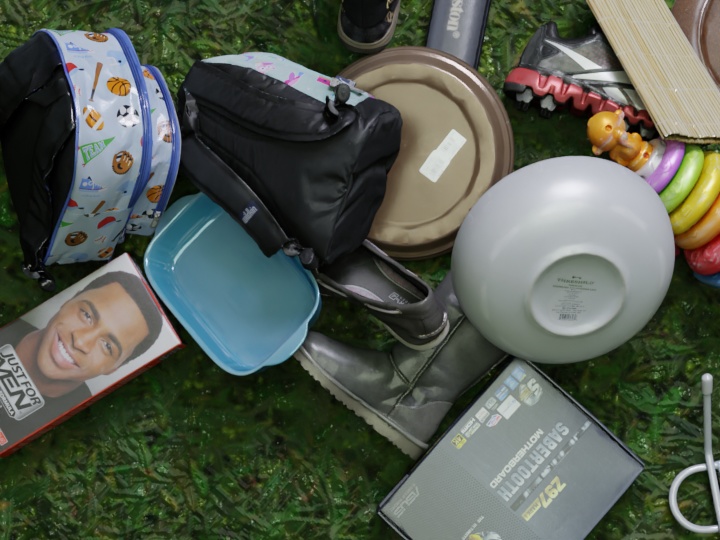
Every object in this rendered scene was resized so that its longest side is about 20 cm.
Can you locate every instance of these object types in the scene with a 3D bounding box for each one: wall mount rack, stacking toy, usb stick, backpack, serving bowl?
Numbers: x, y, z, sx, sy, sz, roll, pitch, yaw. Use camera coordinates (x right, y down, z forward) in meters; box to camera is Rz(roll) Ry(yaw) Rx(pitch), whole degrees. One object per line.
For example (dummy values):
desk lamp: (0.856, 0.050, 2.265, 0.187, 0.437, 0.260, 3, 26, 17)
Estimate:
wall mount rack: (0.380, 0.170, 1.424, 0.200, 0.075, 0.174, -10, 86, -2)
stacking toy: (0.281, -0.079, 1.403, 0.200, 0.110, 0.116, 33, 91, -14)
usb stick: (0.097, -0.260, 1.478, 0.055, 0.033, 0.200, 11, 86, 0)
backpack: (-0.241, -0.115, 1.372, 0.154, 0.191, 0.200, -13, 63, -27)
serving bowl: (0.181, 0.005, 1.355, 0.200, 0.066, 0.200, -3, 122, -5)
backpack: (-0.070, -0.112, 1.389, 0.200, 0.127, 0.167, 29, 108, 26)

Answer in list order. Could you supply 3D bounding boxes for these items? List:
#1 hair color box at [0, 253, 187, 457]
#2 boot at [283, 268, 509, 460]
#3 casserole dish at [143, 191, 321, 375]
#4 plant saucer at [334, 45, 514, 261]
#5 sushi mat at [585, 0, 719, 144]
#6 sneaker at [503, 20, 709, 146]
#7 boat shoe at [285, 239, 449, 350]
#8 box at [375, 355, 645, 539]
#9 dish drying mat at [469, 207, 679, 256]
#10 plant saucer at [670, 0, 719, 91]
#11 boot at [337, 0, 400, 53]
hair color box: (-0.271, 0.078, 1.434, 0.200, 0.061, 0.102, -32, 85, -3)
boot: (0.054, 0.049, 1.435, 0.182, 0.073, 0.200, 38, 92, -10)
casserole dish: (-0.112, 0.011, 1.422, 0.121, 0.039, 0.200, -44, 63, 3)
plant saucer: (0.043, -0.109, 1.450, 0.200, 0.029, 0.201, 0, 92, 7)
sushi mat: (0.272, -0.194, 1.423, 0.096, 0.012, 0.200, -2, 55, -32)
sneaker: (0.238, -0.175, 1.452, 0.200, 0.071, 0.098, 18, 87, 2)
boat shoe: (0.000, 0.000, 1.402, 0.200, 0.057, 0.067, 32, 64, 33)
box: (0.136, 0.199, 1.432, 0.158, 0.051, 0.200, 43, 86, 2)
dish drying mat: (0.197, -0.033, 1.436, 0.200, 0.018, 0.077, -9, 83, -20)
plant saucer: (0.391, -0.217, 1.477, 0.200, 0.034, 0.201, 0, 85, 0)
boot: (0.013, -0.315, 1.415, 0.073, 0.151, 0.200, 10, 74, 4)
